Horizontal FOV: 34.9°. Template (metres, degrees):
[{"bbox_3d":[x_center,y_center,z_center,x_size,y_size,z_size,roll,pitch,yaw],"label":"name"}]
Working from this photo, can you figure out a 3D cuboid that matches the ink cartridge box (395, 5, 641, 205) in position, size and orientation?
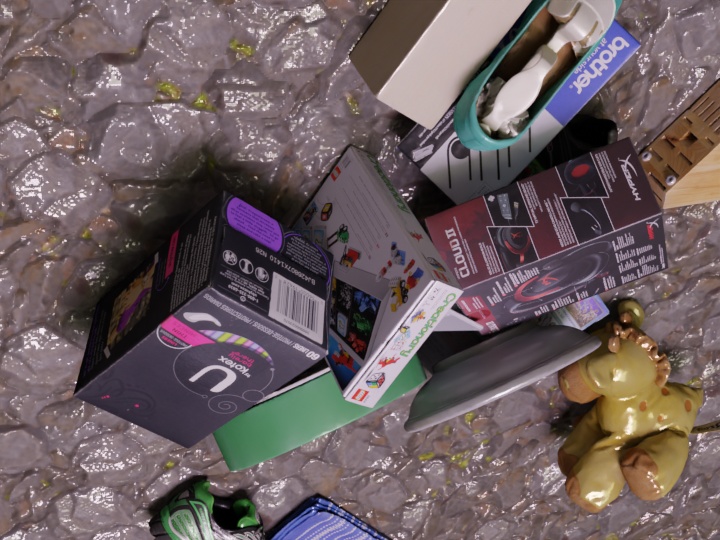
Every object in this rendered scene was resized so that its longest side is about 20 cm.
[{"bbox_3d":[0.132,-0.147,0.970,0.094,0.044,0.200,43,104,0],"label":"ink cartridge box"}]

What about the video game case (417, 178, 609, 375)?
[{"bbox_3d":[0.125,0.026,1.128,0.181,0.046,0.200,-35,130,8],"label":"video game case"}]

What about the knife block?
[{"bbox_3d":[0.390,-0.110,1.119,0.200,0.064,0.175,-44,128,14],"label":"knife block"}]

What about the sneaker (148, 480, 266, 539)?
[{"bbox_3d":[-0.120,0.294,1.198,0.085,0.078,0.200,-45,118,10],"label":"sneaker"}]

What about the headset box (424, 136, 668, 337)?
[{"bbox_3d":[0.152,-0.018,0.972,0.199,0.075,0.149,-22,158,10],"label":"headset box"}]

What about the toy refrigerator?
[{"bbox_3d":[0.084,-0.218,0.908,0.070,0.076,0.200,24,113,-34],"label":"toy refrigerator"}]

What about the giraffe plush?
[{"bbox_3d":[0.276,0.133,1.214,0.199,0.173,0.162,-29,110,14],"label":"giraffe plush"}]

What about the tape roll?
[{"bbox_3d":[-0.038,0.119,1.047,0.200,0.200,0.048,-25,88,-3],"label":"tape roll"}]

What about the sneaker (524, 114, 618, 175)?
[{"bbox_3d":[0.216,-0.093,1.055,0.084,0.077,0.200,-43,130,18],"label":"sneaker"}]

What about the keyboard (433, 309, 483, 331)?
[{"bbox_3d":[0.021,0.044,1.030,0.056,0.200,0.011,21,74,-37],"label":"keyboard"}]

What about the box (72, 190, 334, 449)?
[{"bbox_3d":[-0.130,0.047,0.954,0.122,0.106,0.200,31,132,-28],"label":"box"}]

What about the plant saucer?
[{"bbox_3d":[0.124,0.089,1.069,0.199,0.050,0.200,-24,175,-2],"label":"plant saucer"}]

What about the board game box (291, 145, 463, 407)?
[{"bbox_3d":[0.000,0.000,0.957,0.035,0.200,0.126,21,116,-35],"label":"board game box"}]

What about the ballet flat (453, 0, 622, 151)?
[{"bbox_3d":[0.150,-0.172,0.895,0.067,0.070,0.200,36,97,-16],"label":"ballet flat"}]

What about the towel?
[{"bbox_3d":[-0.040,0.341,1.314,0.145,0.024,0.200,-41,129,12],"label":"towel"}]
